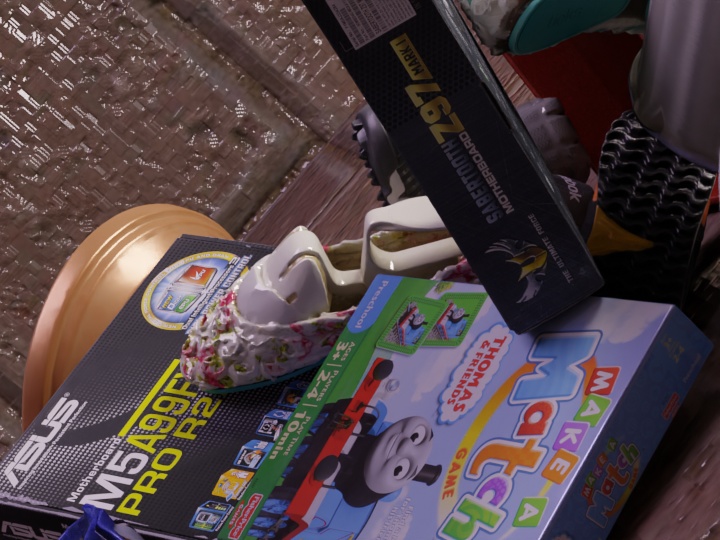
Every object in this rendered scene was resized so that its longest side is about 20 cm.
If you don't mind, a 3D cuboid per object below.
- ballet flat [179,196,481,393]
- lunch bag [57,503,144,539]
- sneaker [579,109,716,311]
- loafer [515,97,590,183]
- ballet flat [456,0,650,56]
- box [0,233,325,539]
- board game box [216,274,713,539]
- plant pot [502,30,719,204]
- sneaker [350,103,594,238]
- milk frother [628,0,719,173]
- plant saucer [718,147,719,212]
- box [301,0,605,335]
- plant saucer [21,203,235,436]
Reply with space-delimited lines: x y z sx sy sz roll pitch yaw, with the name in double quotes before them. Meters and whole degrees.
"ballet flat" 0.000 0.000 1.370 0.199 0.064 0.076 -18 40 3
"lunch bag" -0.087 0.203 1.162 0.124 0.170 0.200 -41 9 28
"sneaker" 0.122 0.021 1.340 0.090 0.070 0.201 86 -155 -55
"loafer" 0.087 -0.038 1.567 0.070 0.070 0.200 -25 -20 -4
"ballet flat" 0.114 -0.145 1.294 0.200 0.072 0.072 -13 -22 -45
"box" -0.073 0.070 1.411 0.160 0.044 0.200 9 47 34
"board game box" 0.042 0.077 1.231 0.200 0.037 0.152 6 58 51
"plant pot" 0.176 -0.163 1.467 0.176 0.200 0.200 -39 5 -13
"sneaker" 0.071 -0.031 1.444 0.090 0.200 0.067 -33 39 9
"milk frother" 0.218 -0.116 1.181 0.200 0.180 0.189 -97 8 -45
"plant saucer" 0.207 -0.059 1.048 0.200 0.050 0.201 -36 48 55
"box" 0.027 -0.089 1.230 0.051 0.200 0.158 -29 27 7
"plant saucer" -0.105 0.065 1.534 0.037 0.201 0.200 6 46 36
